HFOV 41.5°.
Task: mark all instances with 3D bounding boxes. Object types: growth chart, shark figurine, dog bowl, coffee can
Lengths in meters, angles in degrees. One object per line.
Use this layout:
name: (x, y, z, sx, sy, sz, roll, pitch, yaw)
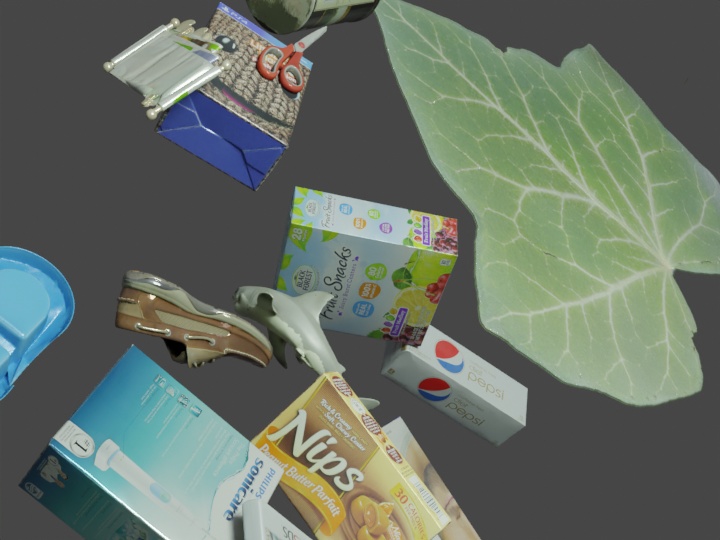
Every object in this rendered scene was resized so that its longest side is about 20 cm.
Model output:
growth chart: (-0.243, -0.262, 1.197, 0.143, 0.018, 0.200, -33, 42, -15)
shark figurine: (-0.051, 0.073, 1.084, 0.215, 0.128, 0.089, 47, 61, 7)
dog bowl: (-0.356, 0.062, 0.896, 0.111, 0.050, 0.201, 39, 38, -8)
coffee can: (-0.074, -0.470, 1.543, 0.147, 0.146, 0.199, 51, 39, 9)

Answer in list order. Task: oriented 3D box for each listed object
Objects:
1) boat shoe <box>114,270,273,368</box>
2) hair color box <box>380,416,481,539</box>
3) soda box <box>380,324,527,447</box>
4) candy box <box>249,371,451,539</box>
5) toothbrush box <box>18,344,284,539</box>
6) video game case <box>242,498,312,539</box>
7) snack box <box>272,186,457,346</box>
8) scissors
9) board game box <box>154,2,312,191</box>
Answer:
boat shoe: (-0.184, 0.070, 1.039, 0.198, 0.075, 0.073, 30, 73, -32)
hair color box: (0.053, 0.278, 1.064, 0.108, 0.065, 0.202, -20, 72, -49)
soda box: (0.124, 0.145, 1.243, 0.198, 0.064, 0.069, 33, 40, -15)
candy box: (-0.012, 0.221, 0.995, 0.201, 0.115, 0.055, 51, 10, 15)
toothbrush box: (-0.191, 0.196, 0.897, 0.199, 0.085, 0.147, 39, 38, -7)
video game case: (-0.054, 0.334, 0.869, 0.183, 0.023, 0.203, 57, 18, -52)
snack box: (0.000, 0.000, 1.133, 0.195, 0.170, 0.069, 11, 45, -6)
scissors: (-0.093, -0.316, 1.337, 0.072, 0.014, 0.202, 32, 42, -14)
board game box: (-0.167, -0.237, 1.292, 0.158, 0.097, 0.202, 29, 41, -19)
